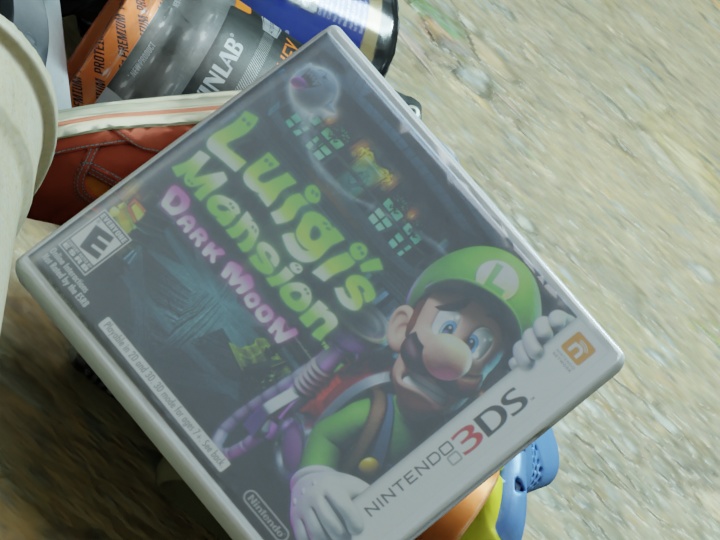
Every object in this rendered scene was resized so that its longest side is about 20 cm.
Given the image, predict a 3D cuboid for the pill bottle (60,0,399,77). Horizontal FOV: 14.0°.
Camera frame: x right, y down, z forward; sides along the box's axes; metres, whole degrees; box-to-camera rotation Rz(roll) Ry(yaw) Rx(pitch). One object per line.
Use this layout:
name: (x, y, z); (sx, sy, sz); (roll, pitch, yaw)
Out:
pill bottle: (-0.086, -0.152, 1.619); (0.199, 0.112, 0.112); (21, 33, -31)

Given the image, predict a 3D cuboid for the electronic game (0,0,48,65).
electronic game: (-0.245, -0.115, 1.373); (0.199, 0.042, 0.201); (7, 51, -8)

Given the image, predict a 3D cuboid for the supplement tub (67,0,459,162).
supplement tub: (-0.058, -0.063, 1.512); (0.199, 0.123, 0.123); (33, 28, -12)

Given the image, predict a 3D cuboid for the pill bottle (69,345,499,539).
pill bottle: (-0.031, 0.061, 1.384); (0.200, 0.106, 0.106); (38, 28, -4)

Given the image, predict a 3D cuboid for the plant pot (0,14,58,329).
plant pot: (-0.219, 0.009, 1.167); (0.200, 0.200, 0.184); (22, 44, -31)

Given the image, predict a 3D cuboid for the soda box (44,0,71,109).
soda box: (-0.193, -0.113, 1.481); (0.068, 0.064, 0.201); (22, 33, -27)

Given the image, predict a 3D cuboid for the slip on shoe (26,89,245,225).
slip on shoe: (-0.119, -0.041, 1.307); (0.199, 0.074, 0.062); (-7, 89, -14)

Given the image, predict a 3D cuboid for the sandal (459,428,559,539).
sandal: (0.070, 0.087, 1.507); (0.087, 0.079, 0.200); (33, 30, -21)

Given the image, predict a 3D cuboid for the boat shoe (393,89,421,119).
boat shoe: (0.000, 0.000, 1.322); (0.056, 0.069, 0.201); (10, 64, -18)

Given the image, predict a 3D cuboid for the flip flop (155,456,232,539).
flip flop: (-0.014, 0.149, 1.322); (0.200, 0.081, 0.058); (37, 56, -16)

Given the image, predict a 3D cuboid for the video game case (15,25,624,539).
video game case: (-0.017, 0.019, 1.255); (0.182, 0.023, 0.200); (-37, 77, -16)
